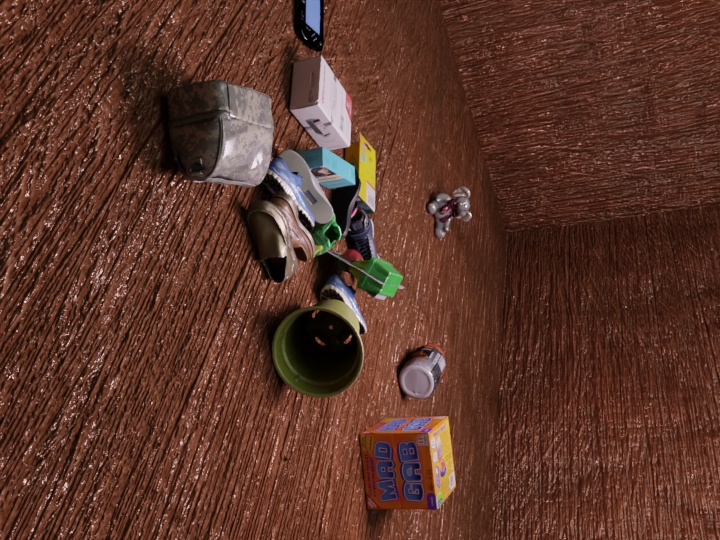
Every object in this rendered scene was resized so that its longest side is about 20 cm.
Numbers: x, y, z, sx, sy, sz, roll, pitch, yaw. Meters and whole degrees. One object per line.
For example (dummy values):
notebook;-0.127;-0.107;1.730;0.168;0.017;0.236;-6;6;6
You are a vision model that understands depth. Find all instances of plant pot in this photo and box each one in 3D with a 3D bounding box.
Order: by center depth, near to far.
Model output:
plant pot;-0.079;0.151;1.578;0.184;0.198;0.203;-62;141;-74

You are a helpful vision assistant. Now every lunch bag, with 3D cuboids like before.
lunch bag;-0.250;-0.239;1.290;0.200;0.138;0.170;-4;87;-67

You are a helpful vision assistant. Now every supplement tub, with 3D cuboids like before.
supplement tub;0.206;0.320;2.295;0.200;0.121;0.124;-40;121;-65

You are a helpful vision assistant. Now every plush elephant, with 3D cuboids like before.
plush elephant;0.366;-0.244;2.815;0.201;0.153;0.166;-66;143;-51

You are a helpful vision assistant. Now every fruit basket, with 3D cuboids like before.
fruit basket;0.000;0.000;1.816;0.095;0.198;0.185;-68;158;2

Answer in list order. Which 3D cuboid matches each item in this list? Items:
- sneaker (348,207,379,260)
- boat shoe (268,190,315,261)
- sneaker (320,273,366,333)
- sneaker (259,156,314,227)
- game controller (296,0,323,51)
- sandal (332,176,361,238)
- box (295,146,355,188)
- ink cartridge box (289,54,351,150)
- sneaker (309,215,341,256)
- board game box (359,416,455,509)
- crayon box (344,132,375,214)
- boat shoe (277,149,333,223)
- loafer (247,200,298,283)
sneaker;0.002;-0.074;1.940;0.146;0.076;0.205;54;24;-70
boat shoe;-0.163;-0.082;1.574;0.068;0.071;0.201;-59;142;-31
sneaker;-0.031;0.087;1.808;0.090;0.078;0.201;-73;148;-41
sneaker;-0.150;-0.173;1.592;0.201;0.078;0.090;60;43;-45
game controller;-0.130;-0.674;1.850;0.104;0.042;0.202;33;53;-63
sandal;-0.041;-0.162;1.888;0.045;0.074;0.202;48;48;-50
box;-0.087;-0.254;1.781;0.200;0.081;0.050;15;70;-66
ink cartridge box;-0.098;-0.420;1.800;0.200;0.082;0.148;45;43;-58
sneaker;-0.082;-0.090;1.733;0.201;0.083;0.075;-74;151;-59
board game box;0.133;0.523;1.949;0.200;0.198;0.202;-3;86;-68
crayon box;0.000;-0.278;2.048;0.127;0.050;0.202;40;48;-60
boat shoe;-0.135;-0.200;1.673;0.202;0.070;0.072;56;0;-26
loafer;-0.183;-0.056;1.491;0.068;0.075;0.201;-80;153;-50
